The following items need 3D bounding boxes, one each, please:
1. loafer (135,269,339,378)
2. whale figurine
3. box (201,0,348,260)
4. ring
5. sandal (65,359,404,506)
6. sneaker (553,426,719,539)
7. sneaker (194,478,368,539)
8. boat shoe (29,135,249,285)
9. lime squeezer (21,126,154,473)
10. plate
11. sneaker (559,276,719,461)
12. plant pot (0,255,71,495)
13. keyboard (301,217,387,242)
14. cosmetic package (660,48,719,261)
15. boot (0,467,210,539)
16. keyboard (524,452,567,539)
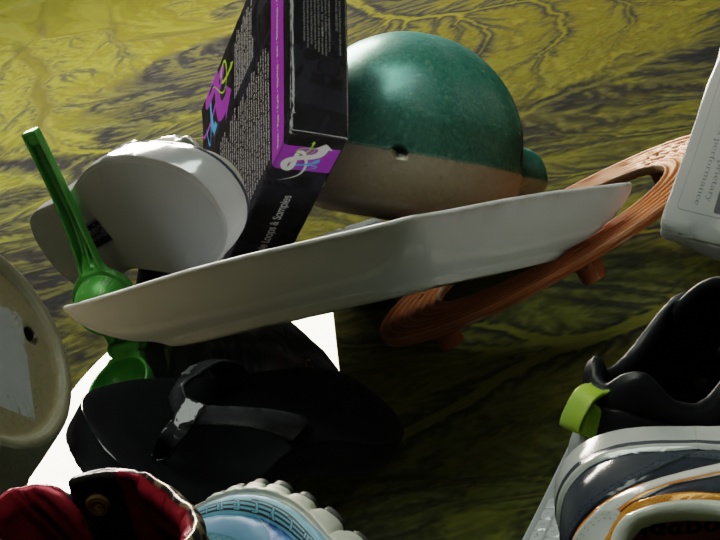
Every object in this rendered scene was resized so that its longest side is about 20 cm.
[{"bbox_3d":[-0.071,0.039,1.138,0.072,0.073,0.200,0,19,-20],"label":"loafer"},{"bbox_3d":[0.030,-0.079,1.255,0.158,0.105,0.200,9,3,5],"label":"whale figurine"},{"bbox_3d":[-0.049,-0.079,1.184,0.036,0.144,0.200,8,-30,-16],"label":"box"},{"bbox_3d":[0.098,-0.012,1.112,0.200,0.019,0.200,-30,9,5],"label":"ring"},{"bbox_3d":[-0.051,0.060,0.945,0.076,0.043,0.200,40,25,23],"label":"sandal"},{"bbox_3d":[0.167,0.089,0.756,0.198,0.079,0.080,-11,28,7],"label":"sneaker"},{"bbox_3d":[-0.028,0.136,0.800,0.090,0.079,0.199,-33,24,-30],"label":"sneaker"},{"bbox_3d":[-0.099,-0.035,1.105,0.066,0.072,0.200,-42,9,-26],"label":"boat shoe"},{"bbox_3d":[-0.133,0.033,1.082,0.070,0.202,0.038,6,-20,-45],"label":"lime squeezer"},{"bbox_3d":[0.000,0.000,1.012,0.199,0.033,0.199,-14,-2,35],"label":"plate"},{"bbox_3d":[0.155,0.040,0.855,0.199,0.083,0.071,-22,30,-38],"label":"sneaker"},{"bbox_3d":[-0.216,0.072,0.886,0.199,0.188,0.187,-30,12,26],"label":"plant pot"},{"bbox_3d":[-0.007,-0.015,1.193,0.056,0.011,0.200,-13,-2,7],"label":"keyboard"},{"bbox_3d":[0.254,-0.027,0.783,0.198,0.124,0.200,18,1,-31],"label":"cosmetic package"},{"bbox_3d":[-0.087,0.139,0.723,0.073,0.152,0.199,-28,22,-29],"label":"boot"},{"bbox_3d":[0.102,0.090,0.888,0.056,0.011,0.200,-9,21,24],"label":"keyboard"}]
